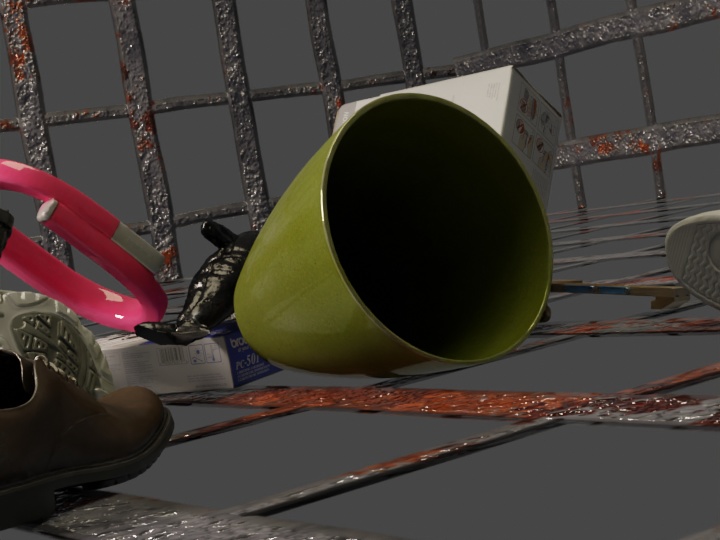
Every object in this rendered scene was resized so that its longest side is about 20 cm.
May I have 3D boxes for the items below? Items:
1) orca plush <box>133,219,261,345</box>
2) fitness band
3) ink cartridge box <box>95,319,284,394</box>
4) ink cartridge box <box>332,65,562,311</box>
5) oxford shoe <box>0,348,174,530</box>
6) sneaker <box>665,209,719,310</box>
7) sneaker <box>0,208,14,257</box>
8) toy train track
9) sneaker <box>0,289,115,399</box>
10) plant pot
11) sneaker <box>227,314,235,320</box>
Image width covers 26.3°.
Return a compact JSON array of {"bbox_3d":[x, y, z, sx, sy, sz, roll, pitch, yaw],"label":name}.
[{"bbox_3d":[-0.118,-0.001,1.205,0.105,0.071,0.200,-26,8,38],"label":"orca plush"},{"bbox_3d":[-0.239,-0.016,1.233,0.200,0.037,0.144,41,-32,-29],"label":"fitness band"},{"bbox_3d":[-0.152,0.071,1.247,0.200,0.044,0.094,-7,6,36],"label":"ink cartridge box"},{"bbox_3d":[0.054,-0.046,1.227,0.176,0.200,0.084,-7,-30,37],"label":"ink cartridge box"},{"bbox_3d":[-0.161,0.078,0.811,0.073,0.084,0.200,-10,1,22],"label":"oxford shoe"},{"bbox_3d":[0.318,-0.014,1.052,0.200,0.074,0.118,5,18,36],"label":"sneaker"},{"bbox_3d":[-0.291,-0.009,1.119,0.071,0.099,0.200,25,-7,-21],"label":"sneaker"},{"bbox_3d":[0.173,0.026,1.245,0.200,0.033,0.115,1,3,43],"label":"toy train track"},{"bbox_3d":[-0.253,0.052,1.005,0.099,0.200,0.078,-38,23,41],"label":"sneaker"},{"bbox_3d":[0.000,0.000,1.077,0.187,0.187,0.200,-12,-10,-37],"label":"plant pot"},{"bbox_3d":[-0.066,0.046,1.301,0.200,0.070,0.078,-15,4,34],"label":"sneaker"}]
